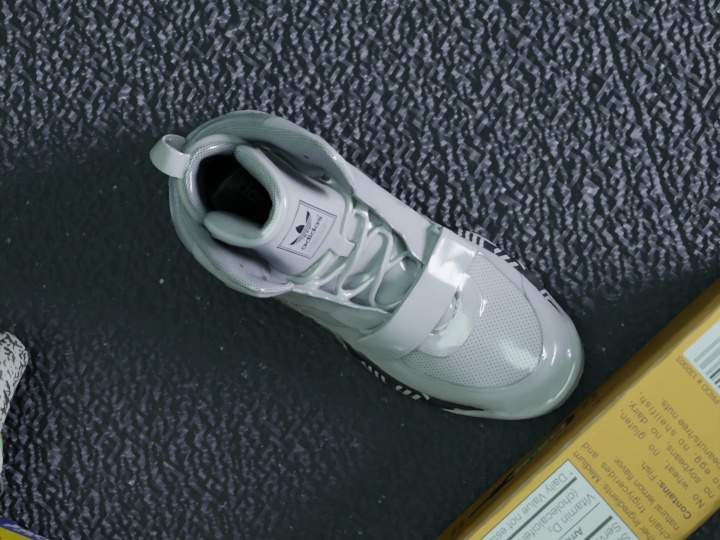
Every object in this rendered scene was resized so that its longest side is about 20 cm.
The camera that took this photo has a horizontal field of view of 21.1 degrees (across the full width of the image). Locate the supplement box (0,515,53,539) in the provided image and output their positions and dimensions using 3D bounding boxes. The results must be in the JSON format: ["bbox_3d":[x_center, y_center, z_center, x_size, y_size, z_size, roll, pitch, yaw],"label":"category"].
[{"bbox_3d":[-0.156,0.217,0.802,0.108,0.110,0.202,20,91,7],"label":"supplement box"}]

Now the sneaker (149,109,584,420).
[{"bbox_3d":[0.000,0.000,0.785,0.199,0.115,0.076,32,93,7],"label":"sneaker"}]

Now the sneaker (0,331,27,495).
[{"bbox_3d":[-0.225,0.059,0.844,0.198,0.089,0.077,1,127,24],"label":"sneaker"}]

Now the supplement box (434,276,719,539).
[{"bbox_3d":[0.112,0.081,0.794,0.200,0.067,0.069,-41,87,5],"label":"supplement box"}]
